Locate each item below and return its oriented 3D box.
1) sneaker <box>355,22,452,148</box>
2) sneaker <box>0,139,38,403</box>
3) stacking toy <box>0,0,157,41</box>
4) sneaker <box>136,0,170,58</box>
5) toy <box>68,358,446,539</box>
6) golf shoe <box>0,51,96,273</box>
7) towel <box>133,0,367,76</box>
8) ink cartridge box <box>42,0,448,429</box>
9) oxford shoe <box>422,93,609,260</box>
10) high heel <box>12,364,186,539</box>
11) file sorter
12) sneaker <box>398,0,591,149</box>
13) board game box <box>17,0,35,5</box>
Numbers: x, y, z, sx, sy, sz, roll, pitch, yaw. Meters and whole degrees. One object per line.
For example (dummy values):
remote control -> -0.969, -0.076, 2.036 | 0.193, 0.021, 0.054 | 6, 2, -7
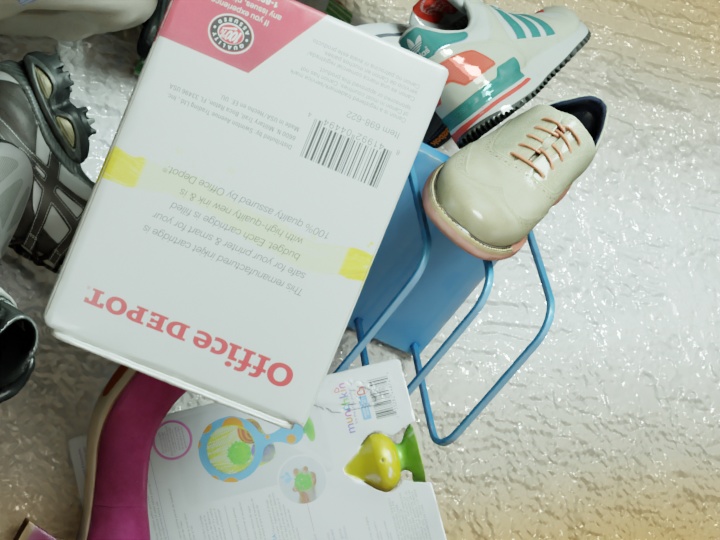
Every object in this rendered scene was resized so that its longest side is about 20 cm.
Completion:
sneaker -> 0.023, -0.119, 1.127 | 0.200, 0.078, 0.080 | -15, 74, -42
sneaker -> -0.195, 0.013, 0.859 | 0.201, 0.115, 0.076 | -64, 146, -35
stacking toy -> -0.192, -0.240, 0.979 | 0.146, 0.146, 0.201 | -1, 91, -35
sneaker -> -0.146, -0.222, 1.074 | 0.084, 0.077, 0.200 | -19, 67, -21
toy -> -0.059, 0.133, 0.983 | 0.199, 0.047, 0.115 | -14, 78, -1
golf shoe -> -0.183, -0.026, 0.985 | 0.094, 0.078, 0.200 | -25, 85, -21
towel -> -0.046, -0.139, 1.150 | 0.200, 0.023, 0.153 | 32, 55, -20
ink cartridge box -> -0.063, -0.039, 0.869 | 0.145, 0.083, 0.200 | 23, 90, -10
oxford shoe -> 0.096, -0.066, 1.010 | 0.071, 0.074, 0.200 | 42, 30, 3
high heel -> -0.115, 0.114, 0.938 | 0.096, 0.067, 0.200 | 33, 86, -11
file sorter -> 0.000, 0.000, 1.022 | 0.200, 0.139, 0.123 | 25, 29, -24
sneaker -> 0.086, -0.156, 1.103 | 0.093, 0.070, 0.200 | 50, 34, -5
board game box -> -0.136, -0.227, 0.915 | 0.200, 0.062, 0.200 | 17, 59, -50
